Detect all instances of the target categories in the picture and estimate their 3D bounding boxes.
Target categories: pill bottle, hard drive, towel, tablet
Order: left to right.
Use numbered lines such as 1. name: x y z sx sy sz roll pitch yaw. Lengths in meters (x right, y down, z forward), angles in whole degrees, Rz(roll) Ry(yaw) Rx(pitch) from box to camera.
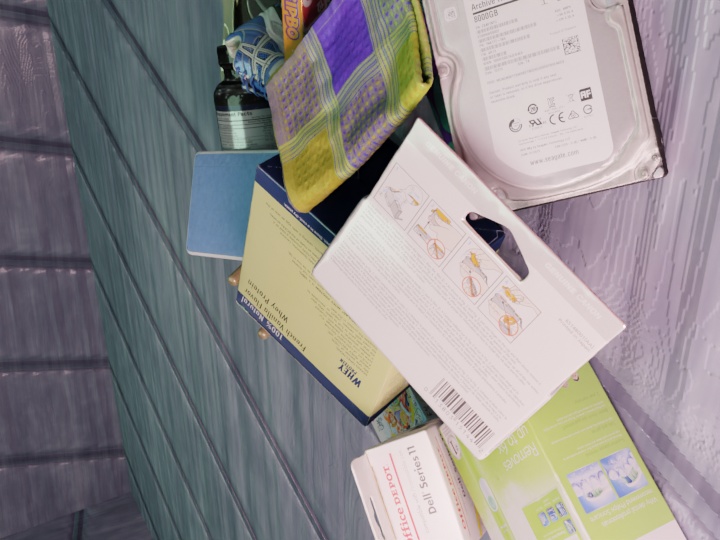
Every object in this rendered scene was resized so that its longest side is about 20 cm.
1. tablet: -0.139 -0.077 1.021 0.199 0.014 0.132 6 91 42
2. pill bottle: -0.123 -0.182 1.077 0.112 0.111 0.202 24 124 59
3. towel: -0.016 -0.147 0.681 0.200 0.023 0.145 -35 59 49
4. hard drive: 0.121 -0.147 0.592 0.138 0.038 0.202 -11 92 26

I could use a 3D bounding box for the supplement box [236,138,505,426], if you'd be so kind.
1. supplement box: 0.000 0.000 0.835 0.200 0.134 0.201 41 142 20

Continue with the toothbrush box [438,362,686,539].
1. toothbrush box: 0.165 0.185 0.719 0.201 0.085 0.146 64 153 20

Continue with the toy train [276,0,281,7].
1. toy train: -0.115 -0.362 0.962 0.201 0.041 0.057 60 160 29

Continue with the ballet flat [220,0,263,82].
1. ballet flat: -0.148 -0.299 1.126 0.069 0.069 0.202 37 136 52

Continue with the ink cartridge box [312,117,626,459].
1. ink cartridge box: 0.075 0.014 0.633 0.200 0.045 0.177 47 130 12

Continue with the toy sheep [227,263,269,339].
1. toy sheep: -0.090 0.006 1.077 0.138 0.137 0.201 39 156 51

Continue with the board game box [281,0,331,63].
1. board game box: -0.037 -0.208 0.799 0.030 0.096 0.201 20 132 20

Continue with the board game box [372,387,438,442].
1. board game box: 0.027 0.115 1.020 0.201 0.034 0.135 61 152 27

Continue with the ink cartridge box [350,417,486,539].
1. ink cartridge box: 0.067 0.208 0.817 0.200 0.067 0.118 5 -116 -70

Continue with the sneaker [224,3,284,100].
1. sneaker: -0.091 -0.207 0.937 0.076 0.076 0.201 69 177 -49

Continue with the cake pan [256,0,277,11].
1. cake pan: -0.091 -0.393 0.983 0.200 0.036 0.202 42 139 49

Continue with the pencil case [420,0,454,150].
1. pencil case: 0.085 -0.171 0.688 0.092 0.084 0.202 119 131 -72
